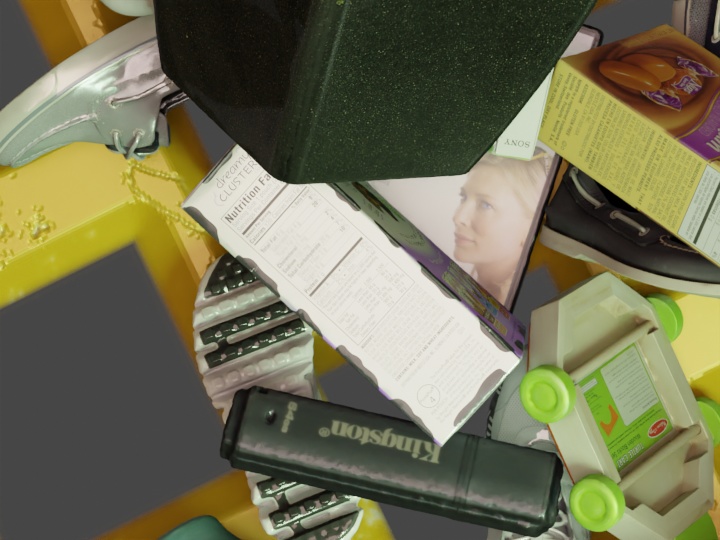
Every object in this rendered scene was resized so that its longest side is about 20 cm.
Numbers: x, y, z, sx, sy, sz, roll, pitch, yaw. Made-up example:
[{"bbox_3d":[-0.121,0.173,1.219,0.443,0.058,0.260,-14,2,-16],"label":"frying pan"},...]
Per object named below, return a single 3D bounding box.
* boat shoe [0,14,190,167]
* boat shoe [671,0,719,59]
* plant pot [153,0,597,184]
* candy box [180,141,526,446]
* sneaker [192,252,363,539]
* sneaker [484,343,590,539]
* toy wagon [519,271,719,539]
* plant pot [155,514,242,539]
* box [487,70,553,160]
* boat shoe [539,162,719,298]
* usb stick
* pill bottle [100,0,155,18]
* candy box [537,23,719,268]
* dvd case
[{"bbox_3d":[-0.134,-0.106,1.656,0.200,0.070,0.072,-30,86,0],"label":"boat shoe"},{"bbox_3d":[0.234,-0.081,1.624,0.074,0.093,0.202,-9,93,-27],"label":"boat shoe"},{"bbox_3d":[-0.001,-0.156,1.476,0.198,0.200,0.178,-5,124,-37],"label":"plant pot"},{"bbox_3d":[0.000,0.000,1.589,0.200,0.168,0.072,42,96,1],"label":"candy box"},{"bbox_3d":[-0.051,0.084,1.664,0.075,0.081,0.201,-15,73,-1],"label":"sneaker"},{"bbox_3d":[0.109,0.145,1.637,0.075,0.115,0.202,3,93,1],"label":"sneaker"},{"bbox_3d":[0.164,0.103,1.621,0.039,0.155,0.201,-22,93,36],"label":"toy wagon"},{"bbox_3d":[-0.073,0.255,1.620,0.188,0.200,0.200,43,93,15],"label":"plant pot"},{"bbox_3d":[0.041,-0.155,1.590,0.036,0.200,0.145,6,101,-39],"label":"box"},{"bbox_3d":[0.175,-0.025,1.595,0.072,0.200,0.063,9,97,-34],"label":"boat shoe"},{"bbox_3d":[0.019,0.110,1.594,0.198,0.033,0.056,13,58,4],"label":"usb stick"},{"bbox_3d":[-0.137,-0.219,1.602,0.111,0.111,0.200,-47,69,3],"label":"pill bottle"},{"bbox_3d":[0.208,-0.058,1.541,0.200,0.116,0.057,38,125,24],"label":"candy box"},{"bbox_3d":[0.051,-0.073,1.677,0.142,0.018,0.201,18,93,2],"label":"dvd case"}]
